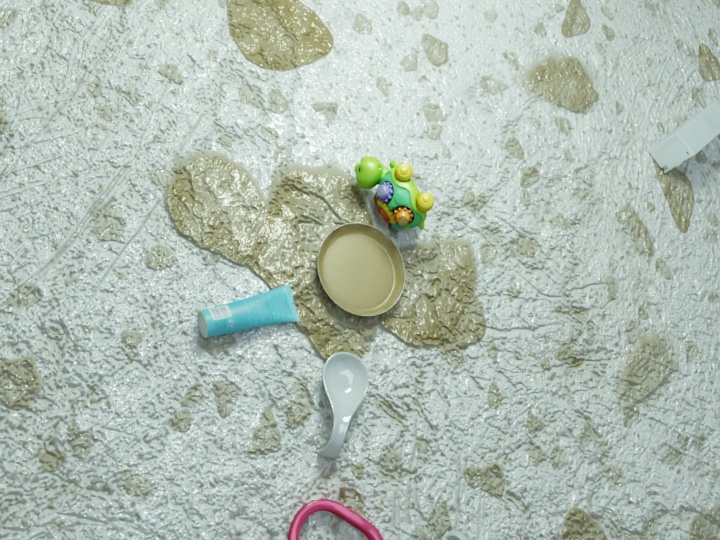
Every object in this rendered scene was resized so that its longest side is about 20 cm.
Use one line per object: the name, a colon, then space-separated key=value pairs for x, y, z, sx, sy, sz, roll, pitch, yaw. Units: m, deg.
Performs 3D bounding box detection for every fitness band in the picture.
fitness band: x=-0.042 y=0.507 z=1.380 sx=0.198 sy=0.037 sz=0.145 roll=35 pitch=60 yaw=-9

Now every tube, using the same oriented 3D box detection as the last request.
tube: x=-0.212 y=0.081 z=1.457 sx=0.197 sy=0.050 sz=0.079 roll=-12 pitch=80 yaw=-31

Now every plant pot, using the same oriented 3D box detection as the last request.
plant pot: x=0.000 y=0.000 z=1.583 sx=0.196 sy=0.027 sz=0.204 roll=7 pitch=69 yaw=-19

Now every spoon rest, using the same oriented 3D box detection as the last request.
spoon rest: x=-0.036 y=0.255 z=1.457 sx=0.098 sy=0.061 sz=0.204 roll=17 pitch=67 yaw=-16

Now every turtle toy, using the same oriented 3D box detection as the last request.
turtle toy: x=0.070 y=-0.165 z=1.620 sx=0.100 sy=0.146 sz=0.201 roll=-36 pitch=87 yaw=-7

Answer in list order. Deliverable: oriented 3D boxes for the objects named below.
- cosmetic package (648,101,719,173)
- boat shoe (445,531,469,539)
cosmetic package: x=0.877 y=-0.354 z=2.027 sx=0.199 sy=0.113 sz=0.082 roll=-33 pitch=86 yaw=-31
boat shoe: x=0.233 y=0.584 z=1.454 sx=0.202 sy=0.071 sz=0.069 roll=56 pitch=34 yaw=8
